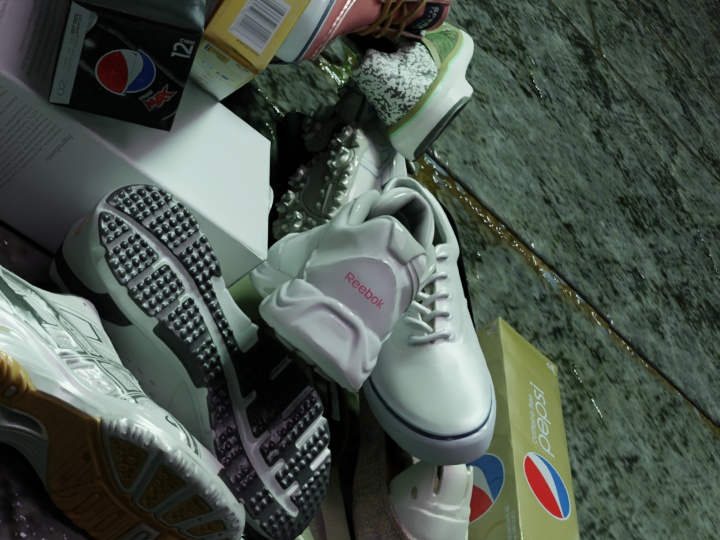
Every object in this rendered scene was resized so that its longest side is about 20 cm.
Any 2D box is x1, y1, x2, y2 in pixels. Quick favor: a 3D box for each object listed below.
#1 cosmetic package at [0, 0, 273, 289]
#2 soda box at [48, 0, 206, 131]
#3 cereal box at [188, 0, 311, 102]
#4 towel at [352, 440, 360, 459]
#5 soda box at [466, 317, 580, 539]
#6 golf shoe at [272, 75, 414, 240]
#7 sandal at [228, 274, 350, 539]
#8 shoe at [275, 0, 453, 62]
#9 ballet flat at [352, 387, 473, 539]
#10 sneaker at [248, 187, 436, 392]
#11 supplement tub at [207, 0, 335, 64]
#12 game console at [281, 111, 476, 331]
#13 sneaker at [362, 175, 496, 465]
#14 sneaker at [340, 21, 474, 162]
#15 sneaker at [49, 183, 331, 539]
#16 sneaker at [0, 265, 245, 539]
[{"bbox_3d":[-0.146,-0.071,0.712,0.200,0.085,0.108,38,31,-29],"label":"cosmetic package"},{"bbox_3d":[-0.114,-0.168,0.683,0.063,0.071,0.201,12,46,-16],"label":"soda box"},{"bbox_3d":[-0.047,-0.165,0.724,0.039,0.144,0.200,33,-6,-13],"label":"cereal box"},{"bbox_3d":[0.080,0.158,0.880,0.200,0.022,0.145,-9,67,-61],"label":"towel"},{"bbox_3d":[0.089,0.127,0.830,0.064,0.068,0.200,39,31,-27],"label":"soda box"},{"bbox_3d":[0.003,-0.055,0.904,0.097,0.078,0.200,45,31,-19],"label":"golf shoe"},{"bbox_3d":[-0.033,0.079,0.749,0.080,0.057,0.202,18,44,-50],"label":"sandal"},{"bbox_3d":[0.014,-0.177,0.834,0.091,0.071,0.200,35,43,-11],"label":"shoe"},{"bbox_3d":[0.032,0.110,0.764,0.068,0.067,0.201,19,44,-30],"label":"ballet flat"},{"bbox_3d":[0.000,0.000,0.698,0.078,0.099,0.200,42,1,-12],"label":"sneaker"},{"bbox_3d":[-0.101,-0.224,0.894,0.200,0.144,0.145,2,57,-57],"label":"supplement tub"},{"bbox_3d":[0.012,-0.012,0.965,0.177,0.031,0.200,29,35,-30],"label":"game console"},{"bbox_3d":[0.030,0.022,0.757,0.200,0.073,0.071,-108,-167,-48],"label":"sneaker"},{"bbox_3d":[0.028,-0.154,0.928,0.089,0.077,0.200,42,17,-17],"label":"sneaker"},{"bbox_3d":[-0.086,0.052,0.675,0.074,0.080,0.201,-36,101,-42],"label":"sneaker"},{"bbox_3d":[-0.126,0.055,0.610,0.200,0.076,0.088,42,30,-23],"label":"sneaker"}]
